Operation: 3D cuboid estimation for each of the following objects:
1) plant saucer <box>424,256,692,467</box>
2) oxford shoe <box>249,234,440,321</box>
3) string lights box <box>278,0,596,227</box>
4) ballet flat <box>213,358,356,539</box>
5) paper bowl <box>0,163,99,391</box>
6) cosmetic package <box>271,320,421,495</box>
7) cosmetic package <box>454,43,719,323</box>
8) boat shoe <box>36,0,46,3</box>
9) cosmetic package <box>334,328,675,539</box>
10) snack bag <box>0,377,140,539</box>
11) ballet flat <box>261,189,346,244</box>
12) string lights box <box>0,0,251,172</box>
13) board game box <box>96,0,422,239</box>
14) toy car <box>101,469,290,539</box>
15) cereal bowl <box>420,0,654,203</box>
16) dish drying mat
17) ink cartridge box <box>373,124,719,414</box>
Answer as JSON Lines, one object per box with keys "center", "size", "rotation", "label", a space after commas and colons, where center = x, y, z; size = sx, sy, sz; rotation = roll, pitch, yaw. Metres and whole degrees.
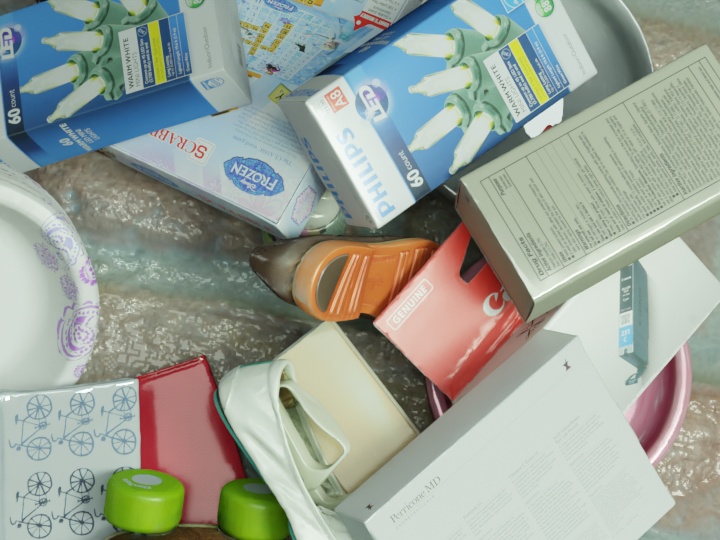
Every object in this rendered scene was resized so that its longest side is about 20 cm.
{"center": [0.144, 0.076, 1.440], "size": [0.200, 0.051, 0.201], "rotation": [1, 81, -6], "label": "plant saucer"}
{"center": [0.000, 0.000, 1.388], "size": [0.073, 0.200, 0.071], "rotation": [20, 95, 34], "label": "oxford shoe"}
{"center": [0.054, -0.127, 1.340], "size": [0.200, 0.059, 0.103], "rotation": [-36, 107, -17], "label": "string lights box"}
{"center": [-0.027, 0.148, 1.311], "size": [0.069, 0.069, 0.200], "rotation": [-30, 92, -9], "label": "ballet flat"}
{"center": [-0.288, 0.017, 1.356], "size": [0.200, 0.104, 0.201], "rotation": [-4, 109, -13], "label": "paper bowl"}
{"center": [0.008, 0.137, 1.391], "size": [0.071, 0.105, 0.200], "rotation": [-37, 85, -9], "label": "cosmetic package"}
{"center": [0.176, -0.059, 1.335], "size": [0.200, 0.073, 0.104], "rotation": [-28, 78, -7], "label": "cosmetic package"}
{"center": [-0.157, -0.250, 1.420], "size": [0.200, 0.062, 0.075], "rotation": [-23, 58, 13], "label": "boat shoe"}
{"center": [0.101, 0.160, 1.313], "size": [0.200, 0.052, 0.151], "rotation": [-39, 112, -19], "label": "cosmetic package"}
{"center": [-0.251, 0.167, 1.349], "size": [0.199, 0.021, 0.189], "rotation": [-3, 109, -15], "label": "snack bag"}
{"center": [-0.026, -0.092, 1.436], "size": [0.069, 0.071, 0.200], "rotation": [19, 81, -4], "label": "ballet flat"}
{"center": [-0.186, -0.147, 1.390], "size": [0.199, 0.059, 0.103], "rotation": [-16, 66, 13], "label": "string lights box"}
{"center": [-0.085, -0.146, 1.413], "size": [0.200, 0.041, 0.200], "rotation": [26, 79, 25], "label": "board game box"}
{"center": [-0.110, 0.244, 1.288], "size": [0.157, 0.200, 0.165], "rotation": [6, 102, -10], "label": "toy car"}
{"center": [0.117, -0.130, 1.450], "size": [0.199, 0.083, 0.201], "rotation": [1, 81, -6], "label": "cereal bowl"}
{"center": [-0.118, 0.168, 1.417], "size": [0.077, 0.018, 0.201], "rotation": [-17, 85, -6], "label": "dish drying mat"}
{"center": [0.137, 0.027, 1.374], "size": [0.176, 0.045, 0.200], "rotation": [45, 79, -17], "label": "ink cartridge box"}
